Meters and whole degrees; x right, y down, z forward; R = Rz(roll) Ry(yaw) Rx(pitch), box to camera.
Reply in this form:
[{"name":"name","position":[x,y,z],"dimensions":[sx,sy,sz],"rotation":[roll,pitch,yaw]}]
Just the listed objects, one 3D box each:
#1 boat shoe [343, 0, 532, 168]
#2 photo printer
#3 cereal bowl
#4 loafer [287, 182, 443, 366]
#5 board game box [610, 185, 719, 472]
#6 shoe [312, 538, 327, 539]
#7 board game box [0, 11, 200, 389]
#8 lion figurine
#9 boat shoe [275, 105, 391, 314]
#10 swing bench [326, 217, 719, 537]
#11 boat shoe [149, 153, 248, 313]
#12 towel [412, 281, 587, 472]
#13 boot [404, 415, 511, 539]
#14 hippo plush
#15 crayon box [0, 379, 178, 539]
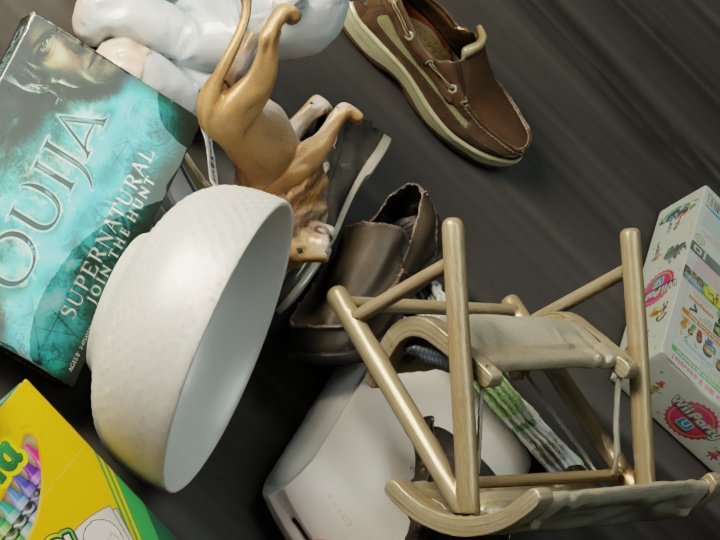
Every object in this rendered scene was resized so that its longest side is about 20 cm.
[{"name":"boat shoe","position":[0.072,-0.161,1.804],"dimensions":[0.202,0.075,0.075],"rotation":[40,46,-23]},{"name":"photo printer","position":[0.024,0.150,1.594],"dimensions":[0.167,0.069,0.200],"rotation":[49,43,-14]},{"name":"cereal bowl","position":[-0.117,0.034,1.450],"dimensions":[0.083,0.201,0.201],"rotation":[21,46,8]},{"name":"loafer","position":[0.000,0.000,1.618],"dimensions":[0.200,0.073,0.072],"rotation":[-52,136,-53]},{"name":"board game box","position":[0.299,0.052,1.925],"dimensions":[0.147,0.064,0.201],"rotation":[41,44,-20]},{"name":"shoe","position":[-0.020,0.274,1.467],"dimensions":[0.071,0.091,0.201],"rotation":[-12,78,-47]},{"name":"board game box","position":[-0.199,-0.044,1.451],"dimensions":[0.135,0.028,0.201],"rotation":[32,70,-22]},{"name":"lion figurine","position":[-0.067,-0.091,1.513],"dimensions":[0.123,0.072,0.200],"rotation":[-51,133,-15]},{"name":"boat shoe","position":[-0.039,-0.046,1.647],"dimensions":[0.057,0.067,0.200],"rotation":[34,45,-5]},{"name":"swing bench","position":[0.109,0.083,1.499],"dimensions":[0.198,0.129,0.201],"rotation":[3,64,-46]},{"name":"boat shoe","position":[-0.141,-0.054,1.555],"dimensions":[0.201,0.072,0.062],"rotation":[55,22,-16]},{"name":"towel","position":[0.108,0.087,1.680],"dimensions":[0.200,0.031,0.149],"rotation":[49,5,-14]},{"name":"boot","position":[0.080,0.215,1.518],"dimensions":[0.201,0.069,0.175],"rotation":[58,30,-25]},{"name":"hippo plush","position":[-0.093,-0.172,1.582],"dimensions":[0.159,0.160,0.201],"rotation":[-21,84,-48]},{"name":"crayon box","position":[-0.204,0.193,1.349],"dimensions":[0.173,0.058,0.200],"rotation":[48,43,-11]}]
